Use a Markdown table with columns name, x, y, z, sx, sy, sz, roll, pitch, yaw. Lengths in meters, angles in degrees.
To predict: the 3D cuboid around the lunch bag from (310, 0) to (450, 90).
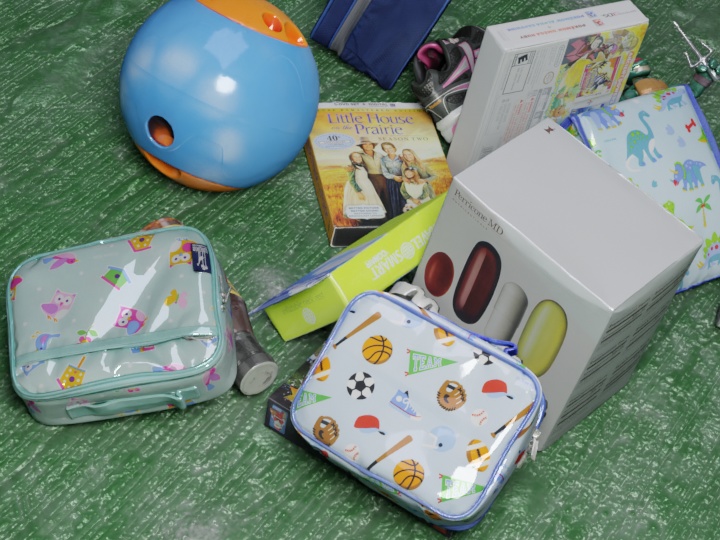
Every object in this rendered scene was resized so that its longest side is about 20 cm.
| name | x | y | z | sx | sy | sz | roll | pitch | yaw |
| --- | --- | --- | --- | --- | --- | --- | --- | --- | --- |
| lunch bag | 0.030 | -0.311 | 1.878 | 0.132 | 0.200 | 0.136 | 35 | 42 | -2 |

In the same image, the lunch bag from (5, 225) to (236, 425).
| name | x | y | z | sx | sy | sz | roll | pitch | yaw |
| --- | --- | --- | --- | --- | --- | --- | --- | --- | --- |
| lunch bag | -0.205 | 0.051 | 1.469 | 0.199 | 0.077 | 0.161 | -11 | 55 | 2 |

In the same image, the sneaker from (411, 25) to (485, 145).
| name | x | y | z | sx | sy | sz | roll | pitch | yaw |
| --- | --- | --- | --- | --- | --- | --- | --- | --- | --- |
| sneaker | 0.102 | -0.227 | 1.848 | 0.086 | 0.080 | 0.200 | 44 | 26 | -18 |

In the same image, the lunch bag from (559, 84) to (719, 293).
| name | x | y | z | sx | sy | sz | roll | pitch | yaw |
| --- | --- | --- | --- | --- | --- | --- | --- | --- | --- |
| lunch bag | 0.286 | -0.068 | 1.725 | 0.169 | 0.127 | 0.201 | -19 | 80 | -30 |

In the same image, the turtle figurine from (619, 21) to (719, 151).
| name | x | y | z | sx | sy | sz | roll | pitch | yaw |
| --- | --- | --- | --- | --- | --- | --- | --- | --- | --- |
| turtle figurine | 0.337 | -0.187 | 1.883 | 0.149 | 0.101 | 0.201 | -21 | 66 | -13 |

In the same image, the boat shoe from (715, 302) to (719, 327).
| name | x | y | z | sx | sy | sz | roll | pitch | yaw |
| --- | --- | --- | --- | --- | --- | --- | --- | --- | --- |
| boat shoe | 0.417 | 0.002 | 1.717 | 0.065 | 0.075 | 0.202 | 26 | 36 | 19 |

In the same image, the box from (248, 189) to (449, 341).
| name | x | y | z | sx | sy | sz | roll | pitch | yaw |
| --- | --- | --- | --- | --- | --- | --- | --- | --- | --- |
| box | 0.000 | 0.000 | 1.578 | 0.200 | 0.122 | 0.048 | -35 | 95 | -36 |

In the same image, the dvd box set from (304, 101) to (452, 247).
| name | x | y | z | sx | sy | sz | roll | pitch | yaw |
| --- | --- | --- | --- | --- | --- | --- | --- | --- | --- |
| dvd box set | 0.021 | -0.103 | 1.767 | 0.145 | 0.029 | 0.201 | -1 | 44 | -14 |

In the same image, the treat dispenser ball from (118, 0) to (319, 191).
| name | x | y | z | sx | sy | sz | roll | pitch | yaw |
| --- | --- | --- | --- | --- | --- | --- | --- | --- | --- |
| treat dispenser ball | -0.140 | -0.180 | 1.686 | 0.200 | 0.202 | 0.201 | 7 | 42 | -6 |

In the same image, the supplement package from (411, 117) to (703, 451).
| name | x | y | z | sx | sy | sz | roll | pitch | yaw |
| --- | --- | --- | --- | --- | --- | --- | --- | --- | --- |
| supplement package | 0.167 | 0.013 | 1.535 | 0.191 | 0.201 | 0.147 | 41 | 49 | 20 |

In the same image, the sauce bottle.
| name | x | y | z | sx | sy | sz | roll | pitch | yaw |
| --- | --- | --- | --- | --- | --- | --- | --- | --- | --- |
| sauce bottle | -0.142 | 0.034 | 1.556 | 0.066 | 0.066 | 0.200 | -19 | 53 | -30 |

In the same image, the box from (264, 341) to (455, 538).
| name | x | y | z | sx | sy | sz | roll | pitch | yaw |
| --- | --- | --- | --- | --- | --- | --- | --- | --- | --- |
| box | 0.034 | 0.136 | 1.504 | 0.199 | 0.038 | 0.137 | 29 | 44 | 18 |

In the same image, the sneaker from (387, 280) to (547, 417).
| name | x | y | z | sx | sy | sz | roll | pitch | yaw |
| --- | --- | --- | --- | --- | --- | --- | --- | --- | --- |
| sneaker | 0.072 | 0.089 | 1.491 | 0.090 | 0.067 | 0.200 | -30 | 53 | -34 |

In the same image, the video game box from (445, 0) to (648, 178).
| name | x | y | z | sx | sy | sz | roll | pitch | yaw |
| --- | --- | --- | --- | --- | --- | --- | --- | --- | --- |
| video game box | 0.192 | -0.181 | 1.763 | 0.181 | 0.201 | 0.047 | -12 | 51 | -25 |

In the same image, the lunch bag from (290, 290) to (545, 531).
| name | x | y | z | sx | sy | sz | roll | pitch | yaw |
| --- | --- | --- | --- | --- | --- | --- | --- | --- | --- |
| lunch bag | 0.054 | 0.114 | 1.410 | 0.199 | 0.076 | 0.161 | 28 | 79 | 17 |
